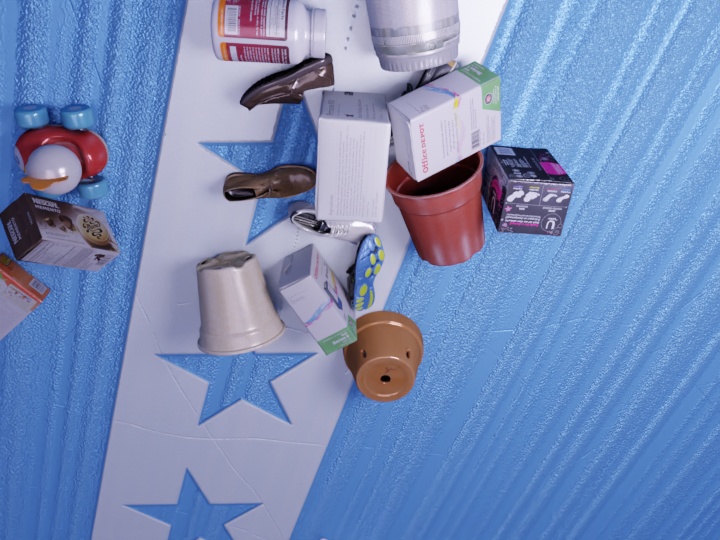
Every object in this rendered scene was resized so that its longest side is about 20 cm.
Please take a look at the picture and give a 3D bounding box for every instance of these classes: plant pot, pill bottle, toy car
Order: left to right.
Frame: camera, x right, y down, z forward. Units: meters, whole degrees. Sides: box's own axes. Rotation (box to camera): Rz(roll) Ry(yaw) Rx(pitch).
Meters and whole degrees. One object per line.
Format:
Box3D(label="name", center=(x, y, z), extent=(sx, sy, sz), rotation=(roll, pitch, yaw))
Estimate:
Box3D(label="toy car", center=(-0.601, -0.204, 1.243), extent=(0.177, 0.200, 0.185), rotation=(0, 120, -1))
Box3D(label="plant pot", center=(-0.278, 0.061, 1.423), extent=(0.200, 0.200, 0.184), rotation=(-7, 108, 3))
Box3D(label="pill bottle", center=(-0.163, -0.434, 1.168), extent=(0.200, 0.113, 0.113), rotation=(3, 120, -3))
Box3D(label="plant pot", center=(0.055, 0.217, 1.533), extent=(0.200, 0.140, 0.200), rotation=(0, 121, 0))
Box3D(label="plant pot", center=(0.166, -0.127, 1.316), extent=(0.201, 0.201, 0.195), rotation=(-14, 127, 7))

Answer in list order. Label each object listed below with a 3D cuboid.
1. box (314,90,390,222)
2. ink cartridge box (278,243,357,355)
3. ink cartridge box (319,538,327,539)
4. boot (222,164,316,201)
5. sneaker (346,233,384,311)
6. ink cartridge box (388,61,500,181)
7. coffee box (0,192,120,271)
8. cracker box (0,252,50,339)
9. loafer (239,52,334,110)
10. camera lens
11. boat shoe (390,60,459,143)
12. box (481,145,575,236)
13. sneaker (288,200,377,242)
Box3D(label="box", center=(-0.018, -0.223, 1.242), extent=(0.131, 0.199, 0.200), rotation=(3, 120, -3))
Box3D(label="ink cartridge box", center=(-0.092, 0.063, 1.437), extent=(0.087, 0.145, 0.200), rotation=(-28, 116, 14))
Box3D(label="ink cartridge box", center=(-0.087, 0.924, 1.904), extent=(0.145, 0.200, 0.084), rotation=(35, 116, -19))
Box3D(label="boot", center=(-0.188, -0.172, 1.342), extent=(0.200, 0.075, 0.074), rotation=(-7, 118, 2))
Box3D(label="sneaker", center=(0.000, 0.000, 1.435), extent=(0.071, 0.083, 0.200), rotation=(-15, 135, -28))
Box3D(label="ink cartridge box", center=(0.162, -0.281, 1.218), extent=(0.200, 0.084, 0.145), rotation=(-28, 139, -13))
Box3D(label="coffee box", center=(-0.605, -0.073, 1.306), extent=(0.080, 0.200, 0.113), rotation=(-34, 71, 17))
Box3D(label="cracker box", center=(-0.836, 0.071, 1.480), extent=(0.200, 0.058, 0.134), rotation=(-37, 113, 17))
Box3D(label="loafer", center=(-0.137, -0.348, 1.240), extent=(0.200, 0.073, 0.071), rotation=(-20, 118, 11))
Box3D(label="camera lens", center=(0.090, -0.468, 1.125), extent=(0.160, 0.160, 0.200), rotation=(-9, 120, 4))
Box3D(label="boat shoe", center=(0.108, -0.337, 1.255), extent=(0.062, 0.075, 0.200), rotation=(35, 109, -14))
Box3D(label="box", center=(0.323, -0.162, 1.283), extent=(0.132, 0.200, 0.115), rotation=(3, 119, -3))
Box3D(label="sneaker", center=(-0.061, -0.094, 1.390), extent=(0.200, 0.071, 0.073), rotation=(12, 119, -8))
